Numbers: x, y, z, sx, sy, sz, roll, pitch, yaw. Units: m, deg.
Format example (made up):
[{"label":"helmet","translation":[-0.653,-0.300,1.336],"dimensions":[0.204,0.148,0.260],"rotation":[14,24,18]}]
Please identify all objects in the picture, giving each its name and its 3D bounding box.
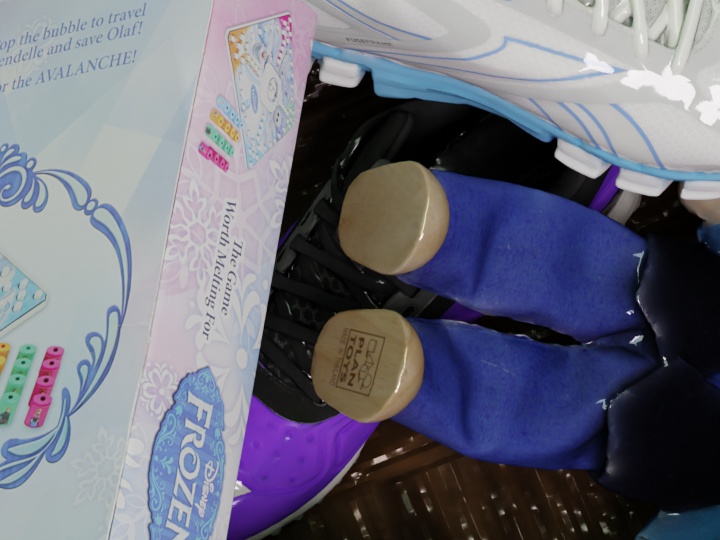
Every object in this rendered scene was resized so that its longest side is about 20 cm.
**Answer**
[{"label":"sneaker","translation":[0.000,-0.001,0.820],"dimensions":[0.200,0.100,0.070],"rotation":[-42,75,-10]},{"label":"board game box","translation":[-0.113,0.032,0.685],"dimensions":[0.200,0.043,0.199],"rotation":[-9,61,36]},{"label":"doll","translation":[0.081,0.033,0.788],"dimensions":[0.200,0.048,0.137],"rotation":[15,82,-32]},{"label":"sneaker","translation":[0.047,-0.074,0.729],"dimensions":[0.199,0.087,0.075],"rotation":[12,74,8]}]
